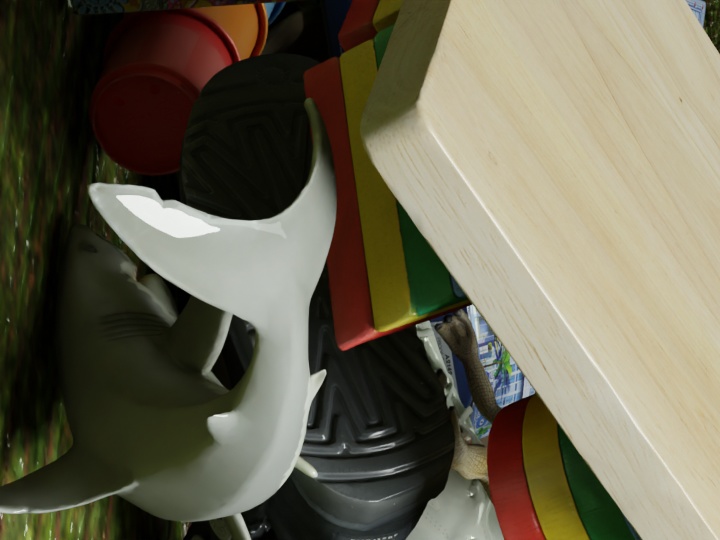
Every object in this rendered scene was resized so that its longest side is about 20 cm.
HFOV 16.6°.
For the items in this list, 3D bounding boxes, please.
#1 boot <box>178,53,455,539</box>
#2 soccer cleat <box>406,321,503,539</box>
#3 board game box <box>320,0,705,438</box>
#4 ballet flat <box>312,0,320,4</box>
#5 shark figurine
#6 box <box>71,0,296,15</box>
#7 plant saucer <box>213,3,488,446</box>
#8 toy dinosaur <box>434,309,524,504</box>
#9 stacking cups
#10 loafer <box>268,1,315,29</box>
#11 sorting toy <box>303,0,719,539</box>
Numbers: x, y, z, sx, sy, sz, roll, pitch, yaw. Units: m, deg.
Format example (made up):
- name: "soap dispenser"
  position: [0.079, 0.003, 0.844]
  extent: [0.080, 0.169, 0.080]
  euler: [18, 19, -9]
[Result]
- name: "boot"
  position: [-0.029, 0.054, 0.794]
  extent: [0.200, 0.065, 0.165]
  euler: [104, -22, -55]
- name: "soccer cleat"
  position: [0.023, 0.072, 0.843]
  extent: [0.069, 0.077, 0.201]
  euler: [-12, 93, -55]
- name: "board game box"
  position: [0.074, -0.045, 0.955]
  extent: [0.200, 0.061, 0.201]
  euler: [-13, 95, -55]
- name: "ballet flat"
  position: [-0.008, -0.185, 1.005]
  extent: [0.073, 0.073, 0.201]
  euler: [78, -1, -48]
- name: "shark figurine"
  position: [-0.058, 0.040, 0.650]
  extent: [0.214, 0.089, 0.129]
  euler: [158, -82, -71]
- name: "box"
  position: [-0.034, -0.214, 0.792]
  extent: [0.193, 0.121, 0.201]
  euler: [-78, 162, -60]
- name: "plant saucer"
  position: [0.000, 0.000, 0.923]
  extent: [0.200, 0.029, 0.201]
  euler: [18, 68, -51]
- name: "toy dinosaur"
  position: [0.061, 0.066, 0.768]
  extent: [0.101, 0.058, 0.200]
  euler: [57, 18, -15]
- name: "stacking cups"
  position: [-0.051, -0.093, 0.858]
  extent: [0.200, 0.060, 0.061]
  euler: [-78, 163, -56]
- name: "loafer"
  position: [-0.020, -0.092, 0.999]
  extent: [0.070, 0.075, 0.201]
  euler: [84, 9, -50]
- name: "sorting toy"
  position: [0.058, -0.006, 0.684]
  extent: [0.200, 0.069, 0.199]
  euler: [54, 29, -23]
